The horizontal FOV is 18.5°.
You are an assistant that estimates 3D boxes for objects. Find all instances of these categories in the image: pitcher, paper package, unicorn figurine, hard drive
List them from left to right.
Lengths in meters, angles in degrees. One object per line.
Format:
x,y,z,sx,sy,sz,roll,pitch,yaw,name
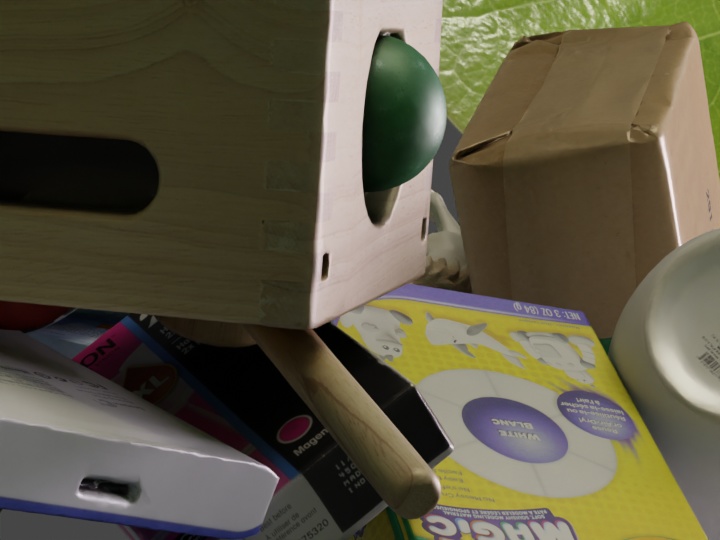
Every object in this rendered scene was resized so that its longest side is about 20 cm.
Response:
-0.137,0.026,0.660,0.199,0.026,0.132,24,5,40,hard drive
0.044,0.019,1.137,0.200,0.074,0.137,44,5,-26,unicorn figurine
0.119,0.003,1.067,0.103,0.201,0.191,-6,20,16,paper package
0.179,0.080,0.858,0.171,0.121,0.200,40,-13,30,pitcher

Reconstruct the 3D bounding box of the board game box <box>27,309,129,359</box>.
-0.058,0.041,0.938,0.199,0.041,0.199,12,9,9,board game box

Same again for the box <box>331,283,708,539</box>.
0.048,0.078,0.751,0.117,0.049,0.200,9,32,-21,box

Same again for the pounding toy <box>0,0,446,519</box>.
-0.051,-0.023,0.677,0.199,0.143,0.184,6,7,13,pounding toy

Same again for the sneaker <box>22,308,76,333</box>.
-0.114,-0.021,0.884,0.089,0.079,0.199,20,14,40,sneaker

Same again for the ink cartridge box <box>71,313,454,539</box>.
-0.055,0.045,0.751,0.037,0.095,0.200,57,-12,-27,ink cartridge box

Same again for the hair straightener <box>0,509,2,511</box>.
-0.168,0.046,0.619,0.077,0.041,0.200,23,-1,38,hair straightener

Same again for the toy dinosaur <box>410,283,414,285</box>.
0.000,0.000,0.876,0.060,0.107,0.200,-25,-35,26,toy dinosaur
